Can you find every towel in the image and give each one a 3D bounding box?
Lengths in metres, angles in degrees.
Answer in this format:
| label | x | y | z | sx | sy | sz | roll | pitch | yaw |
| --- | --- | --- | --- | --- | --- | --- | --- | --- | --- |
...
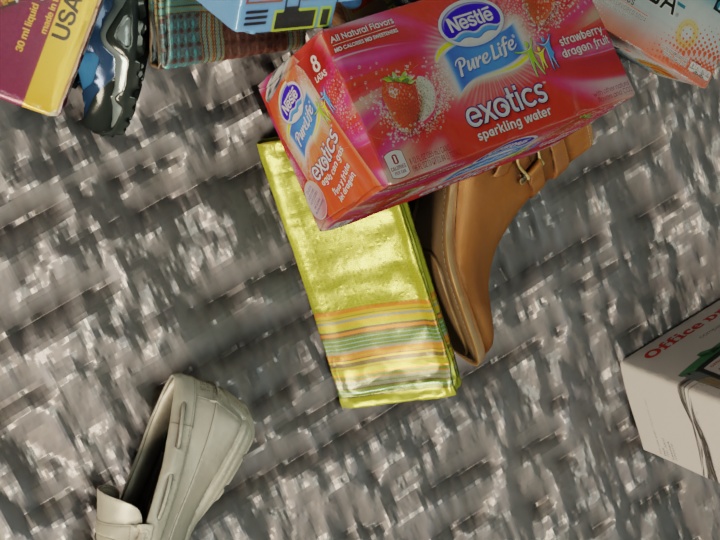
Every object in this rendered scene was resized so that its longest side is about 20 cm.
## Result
| label | x | y | z | sx | sy | sz | roll | pitch | yaw |
| --- | --- | --- | --- | --- | --- | --- | --- | --- | --- |
| towel | 0.000 | 0.000 | 1.148 | 0.085 | 0.018 | 0.201 | -11 | 114 | 16 |
| towel | -0.073 | -0.225 | 1.036 | 0.146 | 0.022 | 0.202 | -18 | 113 | -52 |

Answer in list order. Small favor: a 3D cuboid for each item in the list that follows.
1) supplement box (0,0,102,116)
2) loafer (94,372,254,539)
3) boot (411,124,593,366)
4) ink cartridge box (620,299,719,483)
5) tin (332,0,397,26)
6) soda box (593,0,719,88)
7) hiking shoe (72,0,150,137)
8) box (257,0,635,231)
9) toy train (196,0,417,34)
| label | x | y | z | sx | sy | sz | roll | pitch | yaw |
| --- | --- | --- | --- | --- | --- | --- | --- | --- | --- |
| supplement box | -0.229 | -0.161 | 0.897 | 0.199 | 0.131 | 0.104 | 21 | 94 | -10 |
| loafer | -0.141 | 0.159 | 1.113 | 0.070 | 0.070 | 0.201 | 32 | 79 | -27 |
| boot | 0.095 | -0.049 | 1.186 | 0.154 | 0.074 | 0.201 | -30 | 119 | -24 |
| ink cartridge box | 0.304 | 0.089 | 1.269 | 0.145 | 0.200 | 0.085 | -29 | 113 | -21 |
| tin | 0.009 | -0.223 | 1.083 | 0.112 | 0.042 | 0.201 | -43 | 134 | -22 |
| soda box | 0.163 | -0.196 | 1.188 | 0.199 | 0.063 | 0.069 | 25 | 93 | -33 |
| hiking shoe | -0.165 | -0.176 | 1.014 | 0.086 | 0.074 | 0.202 | 0 | 110 | -1 |
| box | 0.053 | -0.109 | 1.065 | 0.199 | 0.095 | 0.100 | -21 | 84 | -32 |
| toy train | -0.009 | -0.200 | 1.000 | 0.199 | 0.087 | 0.115 | -12 | 131 | -37 |
